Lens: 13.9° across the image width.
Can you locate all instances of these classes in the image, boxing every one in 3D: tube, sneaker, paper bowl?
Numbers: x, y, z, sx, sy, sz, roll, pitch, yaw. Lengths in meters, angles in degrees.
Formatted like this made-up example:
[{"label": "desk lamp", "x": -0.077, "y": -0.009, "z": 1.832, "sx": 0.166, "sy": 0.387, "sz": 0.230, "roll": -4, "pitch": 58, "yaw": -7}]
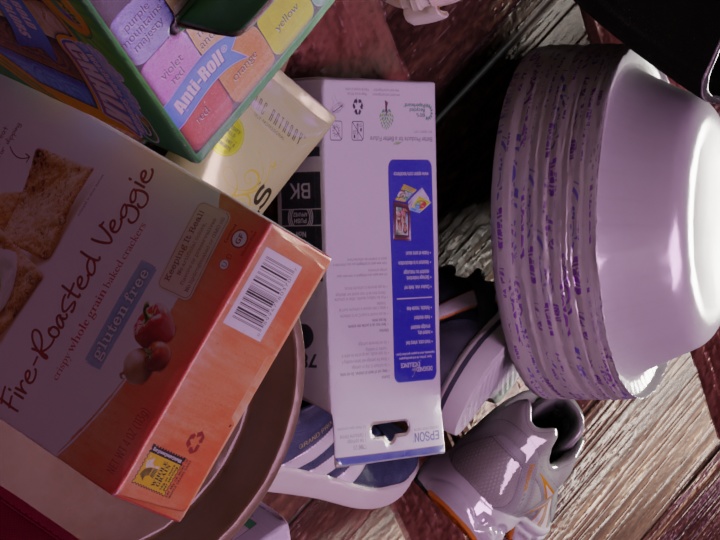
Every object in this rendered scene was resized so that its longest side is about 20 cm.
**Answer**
[{"label": "tube", "x": -0.092, "y": -0.015, "z": 1.468, "sx": 0.200, "sy": 0.052, "sz": 0.058, "roll": -55, "pitch": 170, "yaw": -5}, {"label": "sneaker", "x": 0.055, "y": 0.035, "z": 1.690, "sx": 0.079, "sy": 0.079, "sz": 0.200, "roll": -65, "pitch": 169, "yaw": 13}, {"label": "sneaker", "x": -0.023, "y": 0.074, "z": 1.608, "sx": 0.200, "sy": 0.075, "sz": 0.085, "roll": 9, "pitch": 111, "yaw": -54}, {"label": "sneaker", "x": 0.101, "y": 0.111, "z": 1.742, "sx": 0.092, "sy": 0.076, "sz": 0.200, "roll": -44, "pitch": 172, "yaw": 10}, {"label": "paper bowl", "x": 0.149, "y": -0.027, "z": 1.662, "sx": 0.201, "sy": 0.104, "sz": 0.202, "roll": 1, "pitch": 90, "yaw": -71}]

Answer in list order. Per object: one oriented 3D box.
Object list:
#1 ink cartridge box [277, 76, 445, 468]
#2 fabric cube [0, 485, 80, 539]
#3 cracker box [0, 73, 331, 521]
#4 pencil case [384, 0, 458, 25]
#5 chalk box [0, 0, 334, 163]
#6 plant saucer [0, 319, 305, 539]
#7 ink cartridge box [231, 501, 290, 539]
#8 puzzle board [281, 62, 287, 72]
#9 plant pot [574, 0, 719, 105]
[{"label": "ink cartridge box", "x": 0.000, "y": 0.000, "z": 1.551, "sx": 0.099, "sy": 0.039, "sz": 0.201, "roll": -1, "pitch": 89, "yaw": -53}, {"label": "fabric cube", "x": -0.241, "y": 0.206, "z": 1.315, "sx": 0.199, "sy": 0.196, "sz": 0.201, "roll": -34, "pitch": 137, "yaw": -36}, {"label": "cracker box", "x": -0.127, "y": 0.004, "z": 1.309, "sx": 0.058, "sy": 0.200, "sz": 0.134, "roll": 30, "pitch": 89, "yaw": -55}, {"label": "pencil case", "x": 0.004, "y": -0.199, "z": 1.411, "sx": 0.200, "sy": 0.077, "sz": 0.090, "roll": 49, "pitch": 55, "yaw": -54}, {"label": "chalk box", "x": -0.090, "y": -0.140, "z": 1.242, "sx": 0.125, "sy": 0.200, "sz": 0.124, "roll": -49, "pitch": 138, "yaw": -16}, {"label": "plant saucer", "x": -0.114, "y": 0.066, "z": 1.435, "sx": 0.199, "sy": 0.029, "sz": 0.201, "roll": -16, "pitch": 117, "yaw": -34}, {"label": "ink cartridge box", "x": -0.117, "y": 0.238, "z": 1.632, "sx": 0.200, "sy": 0.050, "sz": 0.162, "roll": -36, "pitch": 139, "yaw": -35}, {"label": "puzzle board", "x": -0.057, "y": -0.195, "z": 1.422, "sx": 0.150, "sy": 0.017, "sz": 0.201, "roll": 2, "pitch": 112, "yaw": -52}, {"label": "plant pot", "x": 0.202, "y": -0.207, "z": 1.606, "sx": 0.199, "sy": 0.177, "sz": 0.201, "roll": 7, "pitch": 110, "yaw": -54}]
